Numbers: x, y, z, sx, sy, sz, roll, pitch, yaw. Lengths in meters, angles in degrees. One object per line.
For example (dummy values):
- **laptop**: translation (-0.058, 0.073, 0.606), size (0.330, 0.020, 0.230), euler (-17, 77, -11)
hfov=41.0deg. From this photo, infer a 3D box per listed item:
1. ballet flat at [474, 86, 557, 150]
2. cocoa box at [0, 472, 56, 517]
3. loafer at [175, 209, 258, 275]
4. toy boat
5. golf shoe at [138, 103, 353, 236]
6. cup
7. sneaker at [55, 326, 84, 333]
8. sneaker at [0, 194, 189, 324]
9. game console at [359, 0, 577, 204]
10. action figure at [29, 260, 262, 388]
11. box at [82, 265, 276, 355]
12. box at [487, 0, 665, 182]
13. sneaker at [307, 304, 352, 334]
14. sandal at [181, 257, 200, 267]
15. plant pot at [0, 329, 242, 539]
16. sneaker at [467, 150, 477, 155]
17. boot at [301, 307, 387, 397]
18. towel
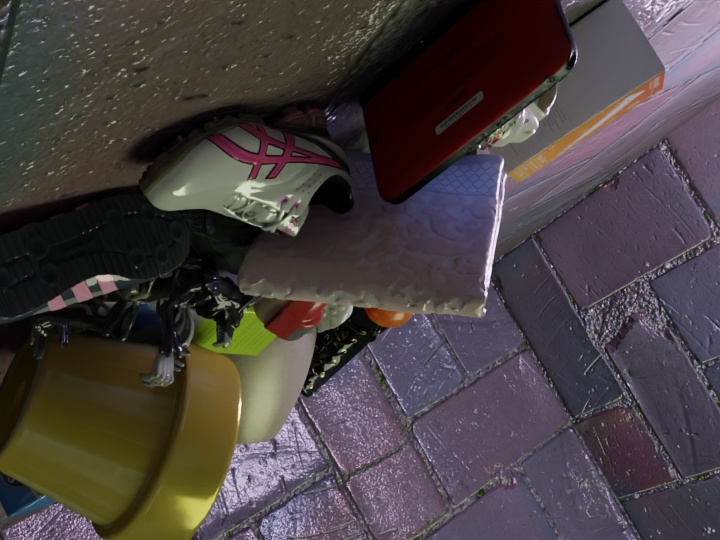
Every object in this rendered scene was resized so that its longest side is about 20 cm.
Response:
- **ballet flat**: translation (0.145, -0.158, 0.886), size (0.075, 0.064, 0.200), euler (-32, -164, 49)
- **cocoa box**: translation (-0.364, 0.200, 1.162), size (0.130, 0.134, 0.200), euler (-29, 173, -4)
- **loafer**: translation (-0.127, -0.037, 0.864), size (0.069, 0.069, 0.201), euler (4, 172, -4)
- **toy boat**: translation (0.000, 0.000, 0.916), size (0.201, 0.131, 0.130), euler (-51, -174, -29)
- **golf shoe**: translation (-0.075, -0.069, 0.725), size (0.199, 0.093, 0.072), euler (-20, 168, -49)
- **cup**: translation (-0.152, 0.134, 1.208), size (0.197, 0.146, 0.200), euler (1, -172, 0)
- **sneaker**: translation (-0.283, 0.102, 1.031), size (0.075, 0.085, 0.200), euler (-33, 172, 20)
- **sneaker**: translation (-0.217, -0.009, 0.706), size (0.081, 0.071, 0.199), euler (-15, -178, 39)
- **game console**: translation (0.107, -0.155, 0.795), size (0.118, 0.174, 0.199), euler (20, 137, -39)
- **action figure**: translation (-0.170, 0.045, 0.825), size (0.197, 0.104, 0.119), euler (-4, 178, 4)
- **box**: translation (-0.175, 0.041, 0.973), size (0.197, 0.048, 0.122), euler (6, 153, -27)
- **box**: translation (0.228, -0.196, 1.075), size (0.199, 0.098, 0.124), euler (-33, 172, 15)
- **sneaker**: translation (-0.096, 0.028, 1.152), size (0.197, 0.078, 0.080), euler (5, -169, 22)
- **sandal**: translation (-0.140, 0.010, 1.062), size (0.210, 0.070, 0.078), euler (-27, 172, -31)
- **plant pot**: translation (-0.241, 0.146, 0.914), size (0.187, 0.203, 0.200), euler (25, 139, -27)
- **sneaker**: translation (0.093, -0.127, 1.045), size (0.070, 0.083, 0.199), euler (-33, 172, 18)
- **boot**: translation (-0.030, 0.098, 1.275), size (0.154, 0.073, 0.204), euler (-47, -178, -13)
- **towel**: translation (0.017, -0.039, 0.805), size (0.197, 0.033, 0.192), euler (4, -138, 14)
